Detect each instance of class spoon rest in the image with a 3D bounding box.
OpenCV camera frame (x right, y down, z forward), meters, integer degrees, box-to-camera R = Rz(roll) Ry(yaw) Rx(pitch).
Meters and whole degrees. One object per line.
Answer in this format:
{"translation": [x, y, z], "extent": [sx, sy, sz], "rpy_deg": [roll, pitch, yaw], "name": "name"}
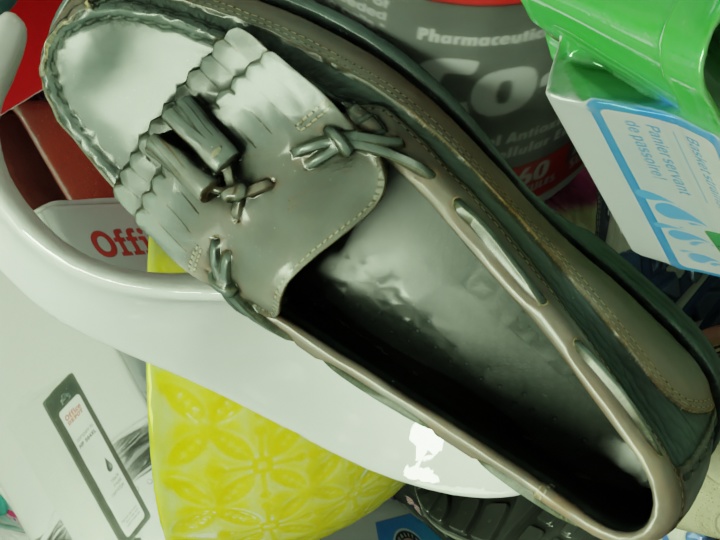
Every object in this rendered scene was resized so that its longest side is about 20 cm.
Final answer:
{"translation": [-0.030, 0.008, 0.697], "extent": [0.200, 0.061, 0.099], "rpy_deg": [31, 149, -2], "name": "spoon rest"}

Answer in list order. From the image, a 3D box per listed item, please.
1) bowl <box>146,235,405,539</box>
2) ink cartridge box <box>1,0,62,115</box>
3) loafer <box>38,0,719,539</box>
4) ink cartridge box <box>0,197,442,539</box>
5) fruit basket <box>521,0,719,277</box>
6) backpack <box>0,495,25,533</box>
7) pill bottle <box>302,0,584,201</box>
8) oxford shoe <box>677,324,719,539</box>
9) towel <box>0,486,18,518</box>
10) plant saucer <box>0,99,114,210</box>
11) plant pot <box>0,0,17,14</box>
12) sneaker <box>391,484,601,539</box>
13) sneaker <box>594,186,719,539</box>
{"translation": [0.000, 0.000, 0.828], "extent": [0.108, 0.200, 0.200], "rpy_deg": [4, 143, 6], "name": "bowl"}
{"translation": [-0.211, -0.124, 0.985], "extent": [0.176, 0.200, 0.084], "rpy_deg": [55, 157, -1], "name": "ink cartridge box"}
{"translation": [0.005, -0.005, 0.616], "extent": [0.200, 0.063, 0.072], "rpy_deg": [34, 115, -4], "name": "loafer"}
{"translation": [-0.062, 0.075, 0.986], "extent": [0.084, 0.146, 0.200], "rpy_deg": [-38, 74, 27], "name": "ink cartridge box"}
{"translation": [0.135, -0.028, 0.538], "extent": [0.200, 0.094, 0.185], "rpy_deg": [29, 166, 33], "name": "fruit basket"}
{"translation": [-0.199, 0.029, 1.171], "extent": [0.177, 0.150, 0.200], "rpy_deg": [7, 124, 63], "name": "backpack"}
{"translation": [0.026, -0.106, 0.647], "extent": [0.114, 0.114, 0.200], "rpy_deg": [46, 157, 19], "name": "pill bottle"}
{"translation": [0.136, 0.059, 0.631], "extent": [0.200, 0.074, 0.071], "rpy_deg": [1, 135, 38], "name": "oxford shoe"}
{"translation": [-0.061, 0.110, 1.068], "extent": [0.032, 0.191, 0.200], "rpy_deg": [-37, 87, 31], "name": "towel"}
{"translation": [-0.140, -0.002, 1.234], "extent": [0.200, 0.037, 0.200], "rpy_deg": [60, 157, -15], "name": "plant saucer"}
{"translation": [-0.168, -0.181, 0.838], "extent": [0.201, 0.201, 0.161], "rpy_deg": [55, 147, -2], "name": "plant pot"}
{"translation": [0.056, 0.075, 0.919], "extent": [0.088, 0.076, 0.200], "rpy_deg": [49, 172, -26], "name": "sneaker"}
{"translation": [0.088, 0.016, 0.752], "extent": [0.085, 0.077, 0.200], "rpy_deg": [40, 154, 42], "name": "sneaker"}
